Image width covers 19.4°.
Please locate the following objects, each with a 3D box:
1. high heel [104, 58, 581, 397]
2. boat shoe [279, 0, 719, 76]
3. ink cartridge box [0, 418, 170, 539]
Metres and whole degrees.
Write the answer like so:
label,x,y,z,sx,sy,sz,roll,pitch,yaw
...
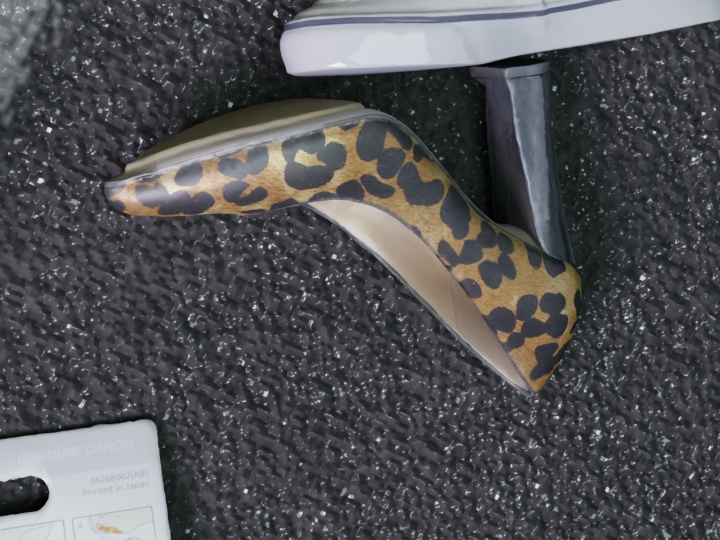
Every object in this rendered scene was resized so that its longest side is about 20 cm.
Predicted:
label,x,y,z,sx,sy,sz,roll,pitch,yaw
high heel,0.000,0.000,0.848,0.200,0.071,0.143,-13,104,-23
boat shoe,0.058,-0.121,0.847,0.200,0.071,0.070,-11,96,-19
ink cartridge box,-0.152,0.170,0.858,0.162,0.050,0.200,-7,86,-18
